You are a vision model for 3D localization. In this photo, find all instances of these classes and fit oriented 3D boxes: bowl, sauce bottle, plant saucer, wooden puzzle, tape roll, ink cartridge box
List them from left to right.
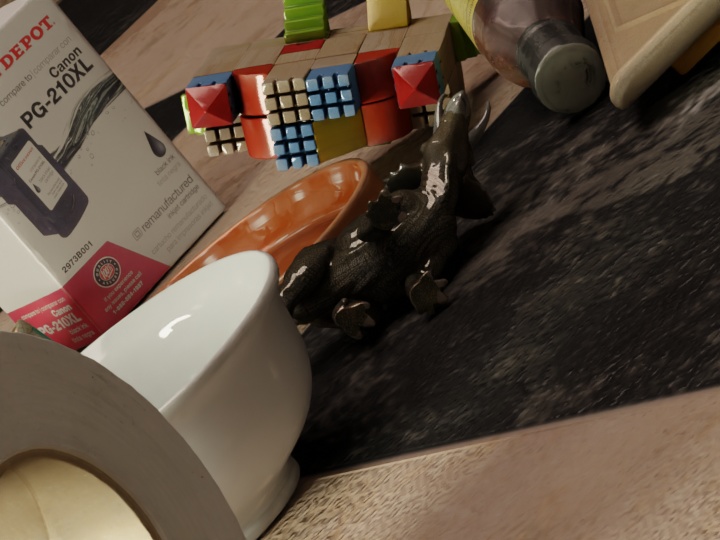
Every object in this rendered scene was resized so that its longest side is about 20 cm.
[{"bbox_3d":[-0.121,0.126,0.962,0.071,0.202,0.202,-31,16,29],"label":"tape roll"},{"bbox_3d":[-0.212,-0.065,1.788,0.084,0.200,0.145,-21,23,52],"label":"ink cartridge box"},{"bbox_3d":[-0.092,0.088,1.228,0.201,0.090,0.201,-36,14,10],"label":"bowl"},{"bbox_3d":[-0.066,0.012,1.524,0.200,0.032,0.200,-37,13,10],"label":"plant saucer"},{"bbox_3d":[0.093,-0.141,1.492,0.066,0.066,0.200,-38,28,5],"label":"sauce bottle"},{"bbox_3d":[0.194,-0.172,1.375,0.185,0.037,0.200,-45,13,17],"label":"wooden puzzle"}]

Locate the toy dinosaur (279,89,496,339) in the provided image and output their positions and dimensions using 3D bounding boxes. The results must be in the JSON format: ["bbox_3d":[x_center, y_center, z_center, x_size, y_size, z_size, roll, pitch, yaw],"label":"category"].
[{"bbox_3d":[0.000,0.000,1.348,0.200,0.077,0.102,-42,1,11],"label":"toy dinosaur"}]

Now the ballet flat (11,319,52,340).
[{"bbox_3d":[-0.272,0.105,1.699,0.200,0.062,0.067,-39,13,2],"label":"ballet flat"}]

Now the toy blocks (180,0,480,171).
[{"bbox_3d":[-0.021,-0.103,1.573,0.200,0.100,0.137,-7,17,10],"label":"toy blocks"}]
